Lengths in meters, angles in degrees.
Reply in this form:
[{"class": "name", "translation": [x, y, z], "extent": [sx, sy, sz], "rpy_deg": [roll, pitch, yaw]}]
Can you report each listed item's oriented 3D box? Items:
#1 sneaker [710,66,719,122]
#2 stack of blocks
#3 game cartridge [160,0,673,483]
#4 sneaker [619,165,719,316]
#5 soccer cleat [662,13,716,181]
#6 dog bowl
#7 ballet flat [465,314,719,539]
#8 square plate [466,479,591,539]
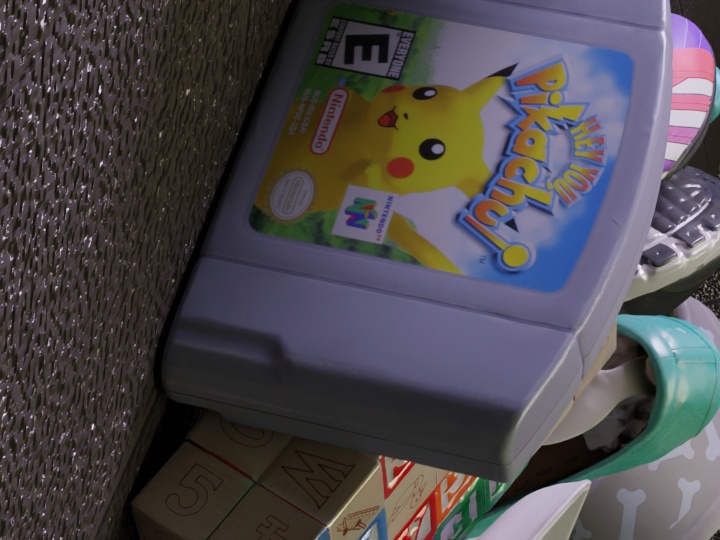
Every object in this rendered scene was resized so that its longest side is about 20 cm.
[{"class": "sneaker", "translation": [0.124, -0.066, 1.264], "extent": [0.200, 0.080, 0.078], "rpy_deg": [144, -49, -70]}, {"class": "stack of blocks", "translation": [0.011, 0.051, 0.839], "extent": [0.200, 0.059, 0.115], "rpy_deg": [-49, 155, -27]}, {"class": "game cartridge", "translation": [0.029, -0.033, 0.794], "extent": [0.040, 0.133, 0.200], "rpy_deg": [84, 21, -59]}, {"class": "sneaker", "translation": [0.084, 0.024, 1.086], "extent": [0.200, 0.074, 0.085], "rpy_deg": [-30, 138, -12]}, {"class": "soccer cleat", "translation": [0.094, -0.061, 1.033], "extent": [0.200, 0.068, 0.073], "rpy_deg": [-48, 143, -36]}, {"class": "dog bowl", "translation": [0.093, 0.080, 1.142], "extent": [0.059, 0.200, 0.200], "rpy_deg": [48, 43, -26]}, {"class": "ballet flat", "translation": [0.045, 0.068, 0.961], "extent": [0.070, 0.200, 0.067], "rpy_deg": [21, 46, -62]}, {"class": "square plate", "translation": [-0.004, 0.181, 0.879], "extent": [0.198, 0.028, 0.200], "rpy_deg": [-41, 160, -38]}]
